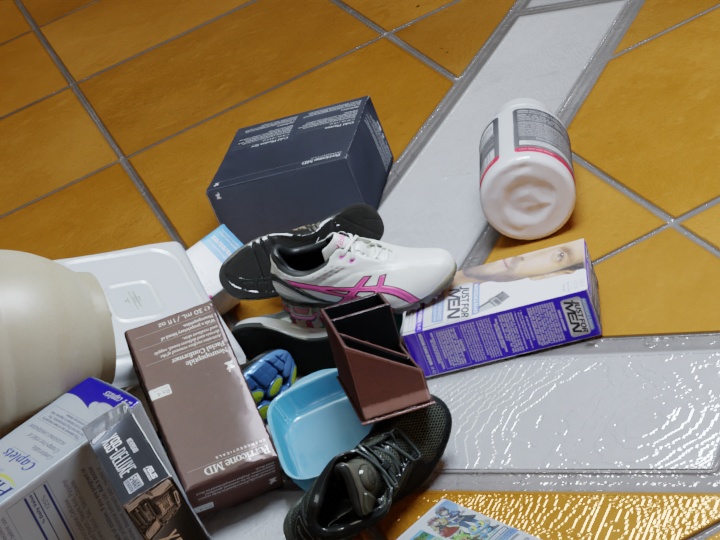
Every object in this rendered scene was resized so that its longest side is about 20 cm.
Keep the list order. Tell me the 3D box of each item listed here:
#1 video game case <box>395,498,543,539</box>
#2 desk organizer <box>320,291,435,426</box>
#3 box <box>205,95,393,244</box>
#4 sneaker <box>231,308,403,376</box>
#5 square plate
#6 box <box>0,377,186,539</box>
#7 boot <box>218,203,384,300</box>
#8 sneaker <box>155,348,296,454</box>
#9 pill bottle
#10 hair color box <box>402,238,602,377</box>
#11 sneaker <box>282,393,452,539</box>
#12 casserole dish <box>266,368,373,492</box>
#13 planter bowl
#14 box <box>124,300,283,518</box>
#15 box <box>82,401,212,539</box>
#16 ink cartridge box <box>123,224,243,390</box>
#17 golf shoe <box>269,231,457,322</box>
[{"bbox_3d":[0.065,0.283,1.361,0.200,0.022,0.182,-38,31,-27],"label":"video game case"},{"bbox_3d":[0.012,0.082,1.570,0.072,0.077,0.200,-17,11,-5],"label":"desk organizer"},{"bbox_3d":[-0.077,-0.125,2.119,0.200,0.104,0.182,-12,28,19],"label":"box"},{"bbox_3d":[-0.037,0.049,1.791,0.200,0.084,0.121,2,39,27],"label":"sneaker"},{"bbox_3d":[-0.249,0.042,1.766,0.198,0.028,0.200,-9,47,-29],"label":"square plate"},{"bbox_3d":[-0.274,0.235,1.519,0.200,0.184,0.105,-36,32,-27],"label":"box"},{"bbox_3d":[-0.079,-0.005,1.862,0.200,0.073,0.151,-27,-7,-20],"label":"boot"},{"bbox_3d":[-0.152,0.144,1.719,0.200,0.071,0.083,-38,37,-23],"label":"sneaker"},{"bbox_3d":[0.196,-0.129,1.917,0.111,0.111,0.200,-15,28,13],"label":"pill bottle"},{"bbox_3d":[0.149,0.040,1.698,0.200,0.065,0.109,-14,28,13],"label":"hair color box"},{"bbox_3d":[0.021,0.181,1.475,0.199,0.076,0.114,-37,-4,-24],"label":"sneaker"},{"bbox_3d":[-0.026,0.163,1.627,0.121,0.039,0.200,-23,26,-2],"label":"casserole dish"},{"bbox_3d":[-0.323,0.069,1.607,0.135,0.200,0.200,-11,21,-24],"label":"planter bowl"},{"bbox_3d":[-0.160,0.139,1.626,0.100,0.075,0.200,-20,60,-11],"label":"box"},{"bbox_3d":[-0.164,0.232,1.426,0.050,0.200,0.158,-31,28,-9],"label":"box"},{"bbox_3d":[-0.222,0.045,1.897,0.200,0.068,0.115,-39,-11,-30],"label":"ink cartridge box"},{"bbox_3d":[0.000,0.000,1.702,0.200,0.092,0.073,-8,44,15],"label":"golf shoe"}]
